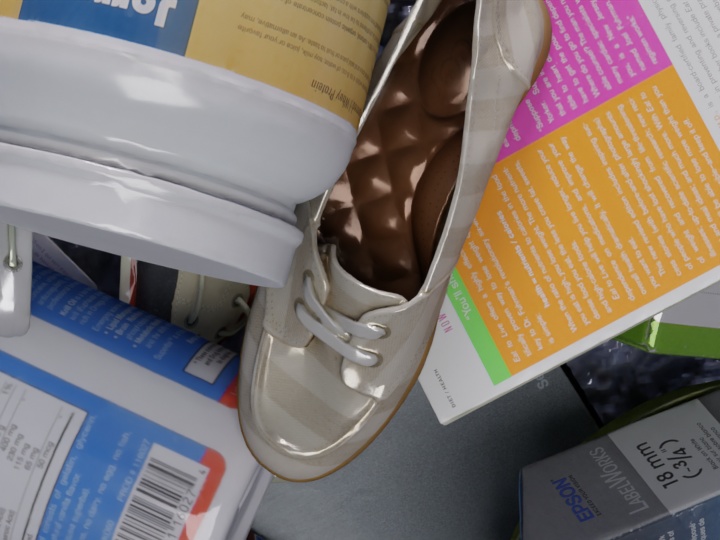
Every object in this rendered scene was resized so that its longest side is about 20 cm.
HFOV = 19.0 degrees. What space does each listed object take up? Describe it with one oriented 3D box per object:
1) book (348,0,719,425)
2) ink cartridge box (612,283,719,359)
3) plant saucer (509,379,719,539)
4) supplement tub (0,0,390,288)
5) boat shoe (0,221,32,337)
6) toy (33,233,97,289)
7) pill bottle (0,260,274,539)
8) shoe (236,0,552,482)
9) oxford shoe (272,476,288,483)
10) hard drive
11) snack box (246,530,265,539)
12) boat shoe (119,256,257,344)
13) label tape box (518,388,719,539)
[{"bbox_3d":[0.089,-0.049,0.787,0.199,0.048,0.134,-28,86,13],"label":"book"},{"bbox_3d":[0.165,-0.067,0.871,0.147,0.076,0.201,6,99,-39],"label":"ink cartridge box"},{"bbox_3d":[0.144,0.125,0.970,0.199,0.031,0.201,-13,126,-18],"label":"plant saucer"},{"bbox_3d":[-0.059,-0.106,0.723,0.144,0.145,0.201,15,85,-10],"label":"supplement tub"},{"bbox_3d":[-0.140,-0.069,0.804,0.067,0.074,0.201,10,77,-15],"label":"boat shoe"},{"bbox_3d":[-0.222,0.020,0.919,0.200,0.047,0.115,-39,112,14],"label":"toy"},{"bbox_3d":[-0.134,0.054,0.840,0.199,0.112,0.113,25,108,5],"label":"pill bottle"},{"bbox_3d":[0.005,-0.019,0.761,0.070,0.053,0.201,25,93,14],"label":"shoe"},{"bbox_3d":[0.000,0.000,0.917,0.075,0.058,0.201,22,101,-29],"label":"oxford shoe"},{"bbox_3d":[0.013,0.101,0.976,0.200,0.033,0.140,-31,110,7],"label":"hard drive"},{"bbox_3d":[-0.028,0.173,0.969,0.200,0.024,0.072,32,107,-15],"label":"snack box"},{"bbox_3d":[-0.070,-0.005,0.910,0.062,0.071,0.201,0,105,0],"label":"boat shoe"},{"bbox_3d":[0.116,0.139,0.905,0.199,0.063,0.145,-20,128,-13],"label":"label tape box"}]
